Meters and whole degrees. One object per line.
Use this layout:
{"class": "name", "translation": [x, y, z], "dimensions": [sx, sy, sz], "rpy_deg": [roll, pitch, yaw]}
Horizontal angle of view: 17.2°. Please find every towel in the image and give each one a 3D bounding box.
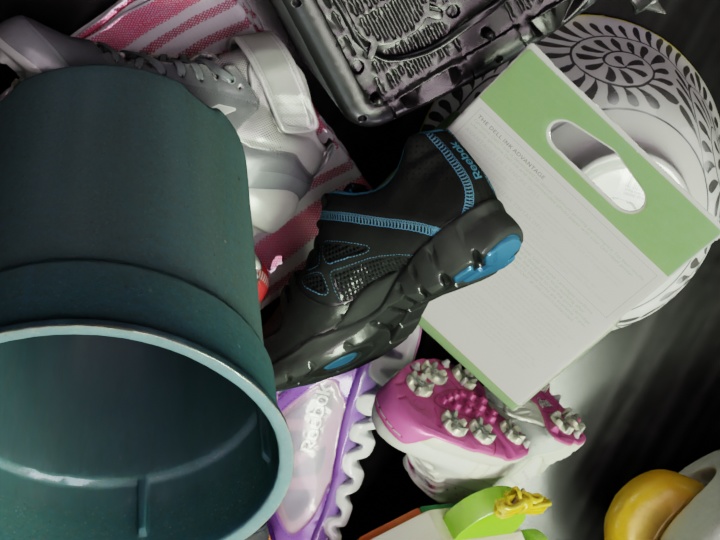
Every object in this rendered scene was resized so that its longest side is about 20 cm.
{"class": "towel", "translation": [-0.090, -0.063, 1.340], "dimensions": [0.146, 0.030, 0.200], "rpy_deg": [-36, 114, 0]}

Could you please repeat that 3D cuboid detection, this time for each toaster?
{"class": "toaster", "translation": [0.031, -0.190, 1.280], "dimensions": [0.180, 0.119, 0.201], "rpy_deg": [-30, 113, -3]}

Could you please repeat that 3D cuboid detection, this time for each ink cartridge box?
{"class": "ink cartridge box", "translation": [0.093, -0.028, 1.289], "dimensions": [0.145, 0.048, 0.200], "rpy_deg": [43, 132, -3]}

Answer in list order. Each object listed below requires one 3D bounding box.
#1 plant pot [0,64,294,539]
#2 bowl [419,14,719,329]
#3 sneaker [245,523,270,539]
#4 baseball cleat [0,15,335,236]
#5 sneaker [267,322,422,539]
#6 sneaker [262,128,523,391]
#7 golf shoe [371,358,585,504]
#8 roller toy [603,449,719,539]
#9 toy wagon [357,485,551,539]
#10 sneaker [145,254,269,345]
{"class": "plant pot", "translation": [-0.131, 0.016, 1.190], "dimensions": [0.199, 0.197, 0.201], "rpy_deg": [0, 140, 0]}
{"class": "bowl", "translation": [0.136, -0.039, 1.375], "dimensions": [0.199, 0.094, 0.202], "rpy_deg": [-5, 111, -14]}
{"class": "sneaker", "translation": [-0.145, 0.142, 1.337], "dimensions": [0.199, 0.078, 0.113], "rpy_deg": [5, 131, -3]}
{"class": "baseball cleat", "translation": [-0.101, -0.102, 1.280], "dimensions": [0.200, 0.070, 0.107], "rpy_deg": [34, 94, -33]}
{"class": "sneaker", "translation": [-0.037, 0.095, 1.388], "dimensions": [0.088, 0.081, 0.201], "rpy_deg": [18, 101, -11]}
{"class": "sneaker", "translation": [0.000, 0.000, 1.288], "dimensions": [0.200, 0.073, 0.082], "rpy_deg": [-35, 76, 31]}
{"class": "golf shoe", "translation": [0.056, 0.104, 1.374], "dimensions": [0.092, 0.075, 0.200], "rpy_deg": [-45, 153, 19]}
{"class": "roller toy", "translation": [0.256, 0.203, 1.467], "dimensions": [0.199, 0.140, 0.184], "rpy_deg": [-10, 100, -9]}
{"class": "toy wagon", "translation": [0.042, 0.178, 1.398], "dimensions": [0.155, 0.040, 0.200], "rpy_deg": [-2, 142, -40]}
{"class": "sneaker", "translation": [-0.118, 0.054, 1.343], "dimensions": [0.200, 0.077, 0.085], "rpy_deg": [-38, 126, 23]}
